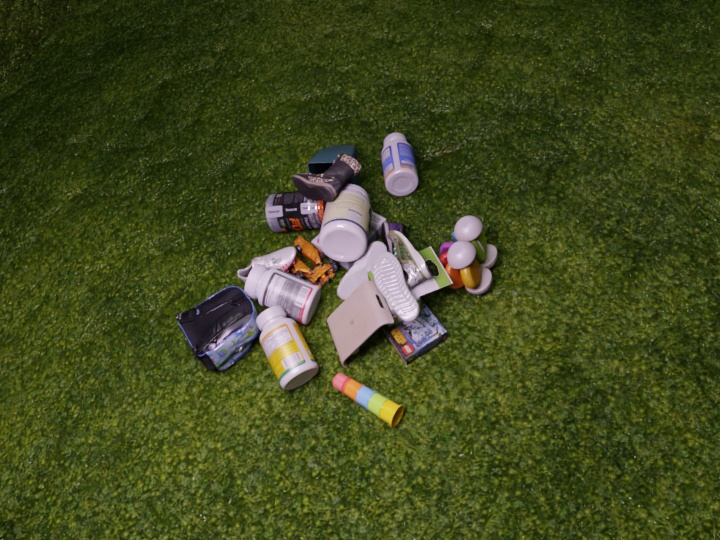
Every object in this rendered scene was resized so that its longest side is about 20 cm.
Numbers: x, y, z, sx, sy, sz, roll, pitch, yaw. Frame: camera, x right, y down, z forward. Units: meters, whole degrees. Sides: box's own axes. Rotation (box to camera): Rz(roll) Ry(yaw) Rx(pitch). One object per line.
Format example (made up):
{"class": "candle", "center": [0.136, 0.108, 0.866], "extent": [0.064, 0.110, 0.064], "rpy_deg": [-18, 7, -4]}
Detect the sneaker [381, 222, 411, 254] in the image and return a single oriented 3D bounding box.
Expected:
{"class": "sneaker", "center": [0.116, -0.061, 1.727], "extent": [0.085, 0.076, 0.205], "rpy_deg": [-2, 58, -7]}

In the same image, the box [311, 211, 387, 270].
{"class": "box", "center": [-0.033, -0.113, 1.814], "extent": [0.154, 0.042, 0.200], "rpy_deg": [29, 63, 29]}

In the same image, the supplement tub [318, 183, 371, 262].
{"class": "supplement tub", "center": [-0.040, -0.143, 1.713], "extent": [0.141, 0.147, 0.203], "rpy_deg": [-1, 45, 10]}

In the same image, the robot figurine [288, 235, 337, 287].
{"class": "robot figurine", "center": [-0.156, -0.017, 1.757], "extent": [0.144, 0.059, 0.199], "rpy_deg": [-40, 55, -17]}

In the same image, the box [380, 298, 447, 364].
{"class": "box", "center": [0.127, 0.140, 1.595], "extent": [0.135, 0.040, 0.201], "rpy_deg": [-28, 54, -11]}

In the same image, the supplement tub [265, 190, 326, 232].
{"class": "supplement tub", "center": [-0.190, -0.189, 1.835], "extent": [0.194, 0.124, 0.125], "rpy_deg": [-4, 52, 20]}

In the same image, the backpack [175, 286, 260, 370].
{"class": "backpack", "center": [-0.376, 0.156, 1.616], "extent": [0.198, 0.148, 0.183], "rpy_deg": [-35, 54, -11]}

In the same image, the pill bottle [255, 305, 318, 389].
{"class": "pill bottle", "center": [-0.200, 0.200, 1.544], "extent": [0.111, 0.113, 0.203], "rpy_deg": [-27, 68, -10]}

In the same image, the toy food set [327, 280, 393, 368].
{"class": "toy food set", "center": [-0.002, 0.143, 1.554], "extent": [0.200, 0.060, 0.145], "rpy_deg": [-45, 47, 25]}

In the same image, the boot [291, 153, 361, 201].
{"class": "boot", "center": [-0.102, -0.283, 1.743], "extent": [0.151, 0.074, 0.198], "rpy_deg": [-44, 37, -23]}

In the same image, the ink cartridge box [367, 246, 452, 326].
{"class": "ink cartridge box", "center": [0.136, 0.042, 1.594], "extent": [0.195, 0.077, 0.150], "rpy_deg": [-21, 51, -8]}

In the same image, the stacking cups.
{"class": "stacking cups", "center": [0.013, 0.326, 1.475], "extent": [0.196, 0.061, 0.061], "rpy_deg": [22, 60, 30]}

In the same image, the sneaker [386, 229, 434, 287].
{"class": "sneaker", "center": [0.112, -0.032, 1.569], "extent": [0.088, 0.077, 0.201], "rpy_deg": [-38, 48, 1]}

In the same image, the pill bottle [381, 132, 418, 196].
{"class": "pill bottle", "center": [0.125, -0.354, 1.916], "extent": [0.109, 0.113, 0.204], "rpy_deg": [-9, 52, 5]}

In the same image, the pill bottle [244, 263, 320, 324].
{"class": "pill bottle", "center": [-0.220, 0.063, 1.648], "extent": [0.196, 0.115, 0.116], "rpy_deg": [22, 59, 8]}

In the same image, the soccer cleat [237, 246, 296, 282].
{"class": "soccer cleat", "center": [-0.276, -0.016, 1.722], "extent": [0.197, 0.085, 0.070], "rpy_deg": [-28, 55, 23]}

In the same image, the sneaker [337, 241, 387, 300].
{"class": "sneaker", "center": [0.000, 0.000, 1.714], "extent": [0.201, 0.075, 0.088], "rpy_deg": [-51, 20, -6]}

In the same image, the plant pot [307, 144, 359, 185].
{"class": "plant pot", "center": [-0.071, -0.329, 1.909], "extent": [0.137, 0.144, 0.202], "rpy_deg": [1, 34, 14]}

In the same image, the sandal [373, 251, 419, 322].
{"class": "sandal", "center": [0.091, 0.048, 1.520], "extent": [0.081, 0.050, 0.206], "rpy_deg": [-28, 64, 10]}

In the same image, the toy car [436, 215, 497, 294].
{"class": "toy car", "center": [0.286, -0.038, 1.627], "extent": [0.147, 0.176, 0.203], "rpy_deg": [-8, 48, 37]}
